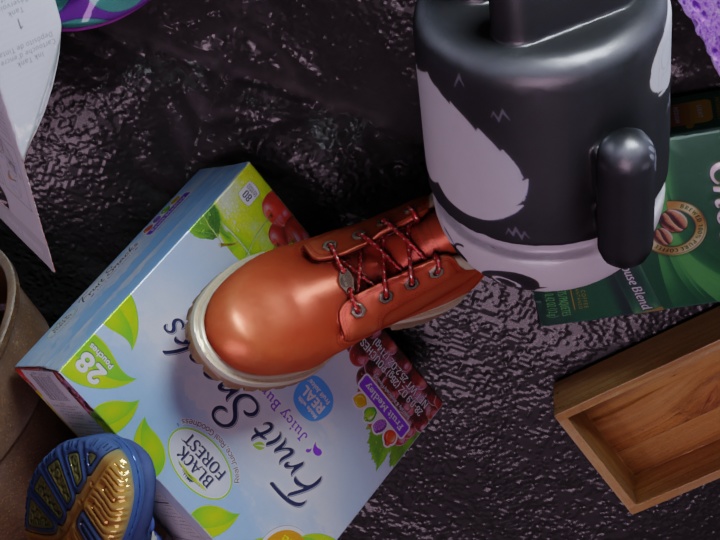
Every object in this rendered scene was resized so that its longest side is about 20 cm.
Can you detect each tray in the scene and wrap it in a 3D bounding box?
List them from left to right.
[{"bbox_3d":[0.229,0.071,1.033,0.200,0.037,0.099,-27,119,24],"label":"tray"}]

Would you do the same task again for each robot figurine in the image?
[{"bbox_3d":[0.088,-0.082,0.819,0.125,0.150,0.200,5,134,14],"label":"robot figurine"}]

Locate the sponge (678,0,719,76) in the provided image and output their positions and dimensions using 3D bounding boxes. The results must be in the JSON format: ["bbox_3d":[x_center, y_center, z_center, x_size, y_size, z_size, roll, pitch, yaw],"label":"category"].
[{"bbox_3d":[0.161,-0.167,0.820,0.030,0.112,0.200,-23,120,23],"label":"sponge"}]

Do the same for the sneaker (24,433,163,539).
[{"bbox_3d":[-0.139,0.154,0.939,0.088,0.075,0.200,-10,144,-34],"label":"sneaker"}]

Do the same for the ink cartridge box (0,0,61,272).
[{"bbox_3d":[-0.196,-0.121,0.864,0.057,0.163,0.200,-30,129,-19],"label":"ink cartridge box"}]

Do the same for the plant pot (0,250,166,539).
[{"bbox_3d":[-0.231,0.121,1.027,0.200,0.200,0.198,-23,127,21],"label":"plant pot"}]

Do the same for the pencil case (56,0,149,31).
[{"bbox_3d":[-0.154,-0.220,0.830,0.092,0.085,0.200,-6,125,6],"label":"pencil case"}]

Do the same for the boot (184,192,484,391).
[{"bbox_3d":[0.000,0.000,0.910,0.107,0.200,0.075,-38,77,53],"label":"boot"}]

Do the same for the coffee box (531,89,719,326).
[{"bbox_3d":[0.189,-0.039,0.951,0.200,0.044,0.123,-8,125,11],"label":"coffee box"}]

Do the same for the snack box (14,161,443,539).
[{"bbox_3d":[-0.070,0.067,0.971,0.200,0.169,0.068,52,153,-21],"label":"snack box"}]
